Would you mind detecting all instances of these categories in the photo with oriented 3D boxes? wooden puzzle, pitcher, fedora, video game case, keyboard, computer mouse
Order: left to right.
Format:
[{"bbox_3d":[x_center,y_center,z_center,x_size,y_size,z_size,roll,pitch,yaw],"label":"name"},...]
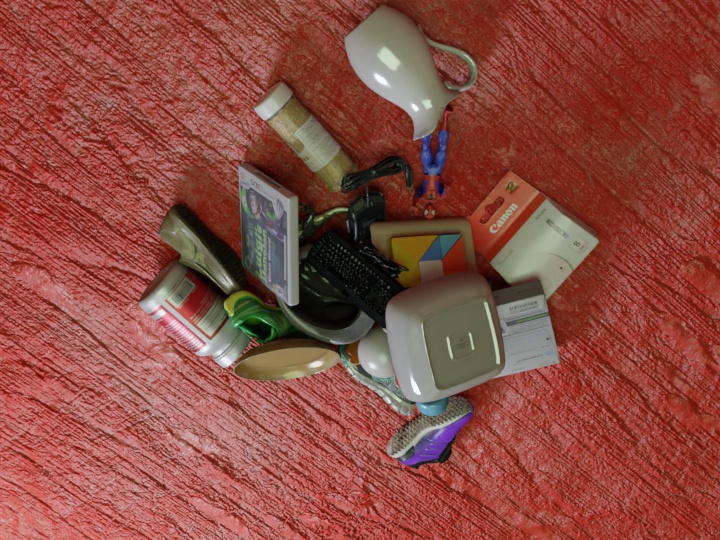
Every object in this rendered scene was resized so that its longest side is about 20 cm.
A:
[{"bbox_3d":[-0.160,-0.064,1.696,0.023,0.182,0.201,-15,121,-29],"label":"video game case"},{"bbox_3d":[-0.056,0.031,1.773,0.199,0.090,0.178,23,114,2],"label":"fedora"},{"bbox_3d":[0.000,0.000,1.656,0.200,0.040,0.104,39,94,19],"label":"keyboard"},{"bbox_3d":[0.032,-0.115,1.720,0.140,0.046,0.201,-27,134,-15],"label":"computer mouse"},{"bbox_3d":[0.084,-0.338,1.578,0.172,0.121,0.200,-46,103,-20],"label":"pitcher"},{"bbox_3d":[0.117,0.004,1.689,0.184,0.037,0.201,-4,75,-15],"label":"wooden puzzle"}]

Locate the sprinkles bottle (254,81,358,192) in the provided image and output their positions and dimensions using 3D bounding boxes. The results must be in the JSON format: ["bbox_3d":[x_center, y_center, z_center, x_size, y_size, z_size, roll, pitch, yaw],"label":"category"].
[{"bbox_3d":[-0.090,-0.225,1.661,0.068,0.068,0.200,-37,109,19],"label":"sprinkles bottle"}]

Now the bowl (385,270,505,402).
[{"bbox_3d":[0.150,0.115,1.624,0.199,0.075,0.201,-17,104,-18],"label":"bowl"}]

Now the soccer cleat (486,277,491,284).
[{"bbox_3d":[0.147,-0.007,1.766,0.200,0.065,0.084,33,97,-12],"label":"soccer cleat"}]

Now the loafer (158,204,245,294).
[{"bbox_3d":[-0.286,-0.031,1.770,0.067,0.076,0.200,-34,103,22],"label":"loafer"}]

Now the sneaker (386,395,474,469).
[{"bbox_3d":[0.156,0.326,1.927,0.200,0.070,0.099,-36,116,23],"label":"sneaker"}]

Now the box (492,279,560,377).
[{"bbox_3d":[0.272,0.113,1.788,0.155,0.041,0.201,-15,134,10],"label":"box"}]

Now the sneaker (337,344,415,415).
[{"bbox_3d":[0.045,0.186,1.867,0.200,0.078,0.091,38,96,-18],"label":"sneaker"}]

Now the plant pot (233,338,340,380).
[{"bbox_3d":[-0.138,0.164,1.821,0.199,0.028,0.200,-8,160,-3],"label":"plant pot"}]

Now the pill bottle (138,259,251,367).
[{"bbox_3d":[-0.299,0.083,1.802,0.112,0.112,0.200,-40,108,20],"label":"pill bottle"}]

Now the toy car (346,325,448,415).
[{"bbox_3d":[0.072,0.138,1.789,0.199,0.177,0.185,12,143,22],"label":"toy car"}]

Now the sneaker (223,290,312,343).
[{"bbox_3d":[-0.166,0.105,1.799,0.199,0.084,0.074,22,131,-37],"label":"sneaker"}]

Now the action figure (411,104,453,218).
[{"bbox_3d":[0.123,-0.171,1.663,0.065,0.099,0.201,3,119,2],"label":"action figure"}]

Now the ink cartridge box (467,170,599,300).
[{"bbox_3d":[0.294,-0.054,1.736,0.199,0.057,0.163,31,114,-17],"label":"ink cartridge box"}]

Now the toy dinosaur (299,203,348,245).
[{"bbox_3d":[-0.102,-0.081,1.743,0.199,0.048,0.088,-30,137,13],"label":"toy dinosaur"}]
